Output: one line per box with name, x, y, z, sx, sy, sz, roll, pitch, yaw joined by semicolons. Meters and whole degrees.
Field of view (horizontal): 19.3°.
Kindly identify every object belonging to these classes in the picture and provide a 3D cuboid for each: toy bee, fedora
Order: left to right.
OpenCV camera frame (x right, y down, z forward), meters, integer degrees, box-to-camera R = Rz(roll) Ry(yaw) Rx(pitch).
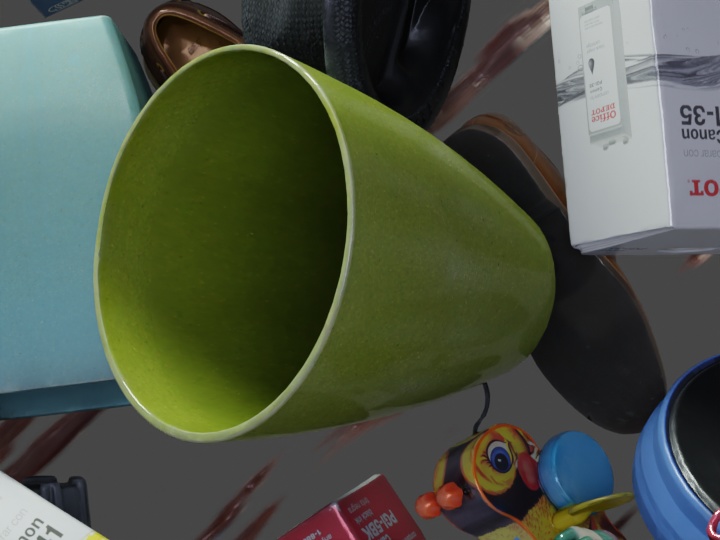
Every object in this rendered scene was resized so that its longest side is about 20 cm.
fedora;-0.008;-0.161;1.152;0.091;0.200;0.203;6;86;24
toy bee;0.078;0.128;1.148;0.200;0.108;0.131;44;134;15

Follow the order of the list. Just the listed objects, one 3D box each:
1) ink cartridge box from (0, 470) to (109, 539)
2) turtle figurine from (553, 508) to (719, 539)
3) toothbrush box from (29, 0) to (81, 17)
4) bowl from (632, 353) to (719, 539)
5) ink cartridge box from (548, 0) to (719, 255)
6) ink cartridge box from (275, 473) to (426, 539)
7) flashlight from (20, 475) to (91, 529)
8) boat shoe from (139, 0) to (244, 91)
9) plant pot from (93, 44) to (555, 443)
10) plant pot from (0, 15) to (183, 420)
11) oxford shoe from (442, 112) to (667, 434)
ink cartridge box;-0.154;0.213;1.065;0.199;0.086;0.148;30;61;13
turtle figurine;0.141;0.183;1.019;0.100;0.200;0.151;-21;90;-24
toothbrush box;-0.128;-0.257;1.202;0.199;0.085;0.147;-24;85;0
bowl;0.242;0.112;1.103;0.199;0.201;0.040;15;126;4
ink cartridge box;0.182;-0.113;1.140;0.145;0.082;0.202;-1;84;-37
ink cartridge box;-0.001;0.236;1.138;0.146;0.083;0.201;-36;84;19
flashlight;-0.170;0.217;1.174;0.067;0.068;0.202;-3;89;26
boat shoe;-0.048;-0.078;1.191;0.200;0.068;0.072;41;89;5
plant pot;0.000;0.000;1.063;0.186;0.199;0.189;-11;75;44
plant pot;-0.165;-0.029;1.162;0.140;0.141;0.202;-7;82;3
oxford shoe;0.117;-0.003;1.179;0.071;0.071;0.201;-25;101;27
